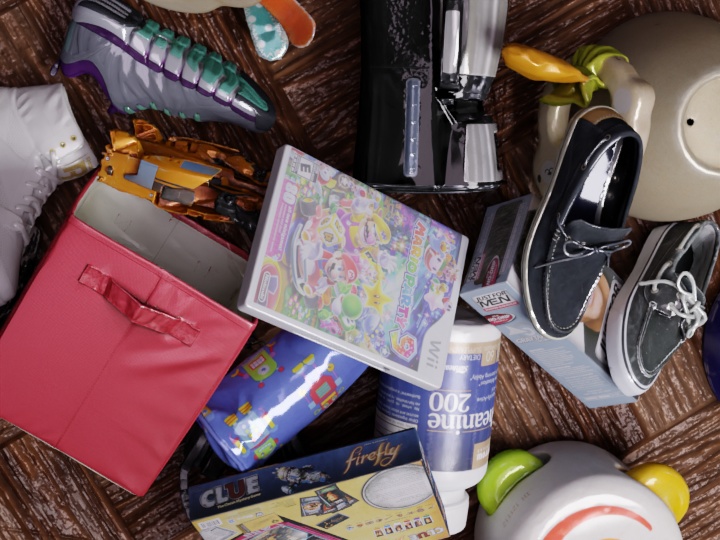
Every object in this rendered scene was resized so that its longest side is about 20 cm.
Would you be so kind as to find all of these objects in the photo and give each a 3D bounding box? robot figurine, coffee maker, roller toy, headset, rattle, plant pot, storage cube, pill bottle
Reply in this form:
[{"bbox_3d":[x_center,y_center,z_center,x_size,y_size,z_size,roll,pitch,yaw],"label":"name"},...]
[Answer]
[{"bbox_3d":[-0.119,-0.076,0.995,0.198,0.145,0.059,15,106,-1],"label":"robot figurine"},{"bbox_3d":[0.039,-0.173,1.021,0.190,0.134,0.203,8,100,29],"label":"coffee maker"},{"bbox_3d":[0.213,0.270,1.106,0.197,0.140,0.185,0,100,-10],"label":"roller toy"},{"bbox_3d":[-0.106,0.157,1.058,0.122,0.094,0.203,0,83,-9],"label":"headset"},{"bbox_3d":[-0.122,-0.287,0.989,0.198,0.144,0.131,17,138,-11],"label":"rattle"},{"bbox_3d":[0.306,-0.138,1.055,0.198,0.134,0.203,-2,100,-10],"label":"plant pot"},{"bbox_3d":[0.165,-0.098,1.017,0.130,0.142,0.201,44,130,22],"label":"rattle"},{"bbox_3d":[-0.203,0.046,0.970,0.170,0.200,0.181,31,104,-13],"label":"storage cube"},{"bbox_3d":[0.069,0.138,1.075,0.109,0.111,0.203,3,99,-10],"label":"pill bottle"}]

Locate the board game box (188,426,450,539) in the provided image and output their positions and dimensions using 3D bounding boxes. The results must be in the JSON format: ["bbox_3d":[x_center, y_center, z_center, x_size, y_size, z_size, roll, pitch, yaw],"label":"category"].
[{"bbox_3d":[-0.032,0.208,0.986,0.198,0.035,0.136,-15,138,4],"label":"board game box"}]

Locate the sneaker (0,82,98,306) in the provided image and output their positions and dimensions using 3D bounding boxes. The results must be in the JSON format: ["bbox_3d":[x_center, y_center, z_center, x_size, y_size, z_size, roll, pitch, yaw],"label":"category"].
[{"bbox_3d":[-0.278,-0.072,0.969,0.114,0.074,0.202,-9,71,-8],"label":"sneaker"}]

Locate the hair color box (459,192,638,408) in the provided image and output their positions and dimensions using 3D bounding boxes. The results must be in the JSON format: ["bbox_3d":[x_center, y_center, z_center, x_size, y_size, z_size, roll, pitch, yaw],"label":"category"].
[{"bbox_3d":[0.186,0.032,1.056,0.200,0.060,0.100,39,56,-28],"label":"hair color box"}]

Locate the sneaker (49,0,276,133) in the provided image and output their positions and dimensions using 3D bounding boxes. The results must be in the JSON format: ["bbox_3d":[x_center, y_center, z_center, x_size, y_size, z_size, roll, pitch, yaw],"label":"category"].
[{"bbox_3d":[-0.173,-0.162,1.017,0.199,0.075,0.088,31,112,-6],"label":"sneaker"}]

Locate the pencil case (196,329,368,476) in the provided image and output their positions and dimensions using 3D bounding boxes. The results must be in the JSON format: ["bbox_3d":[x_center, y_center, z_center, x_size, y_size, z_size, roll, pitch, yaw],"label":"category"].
[{"bbox_3d":[-0.057,0.085,1.000,0.200,0.087,0.078,-43,140,-15],"label":"pencil case"}]

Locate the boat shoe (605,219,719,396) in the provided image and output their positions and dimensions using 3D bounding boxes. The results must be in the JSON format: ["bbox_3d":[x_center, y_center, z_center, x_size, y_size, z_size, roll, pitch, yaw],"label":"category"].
[{"bbox_3d":[0.288,0.030,1.062,0.074,0.068,0.200,52,51,-20],"label":"boat shoe"}]

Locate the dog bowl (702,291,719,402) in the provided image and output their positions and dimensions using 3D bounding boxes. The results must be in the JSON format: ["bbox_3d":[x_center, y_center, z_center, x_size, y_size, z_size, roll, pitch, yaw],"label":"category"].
[{"bbox_3d":[0.448,0.078,1.143,0.197,0.079,0.203,-2,100,-9],"label":"dog bowl"}]

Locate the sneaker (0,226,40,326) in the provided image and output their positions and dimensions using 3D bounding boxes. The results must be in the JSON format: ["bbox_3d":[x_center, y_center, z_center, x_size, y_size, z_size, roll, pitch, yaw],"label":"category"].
[{"bbox_3d":[-0.361,0.031,1.009,0.085,0.077,0.201,38,90,-4],"label":"sneaker"}]

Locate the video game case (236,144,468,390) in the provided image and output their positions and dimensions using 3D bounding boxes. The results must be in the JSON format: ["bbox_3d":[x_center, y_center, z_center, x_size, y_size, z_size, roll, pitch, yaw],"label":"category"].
[{"bbox_3d":[0.000,0.000,0.959,0.199,0.018,0.145,25,65,-28],"label":"video game case"}]

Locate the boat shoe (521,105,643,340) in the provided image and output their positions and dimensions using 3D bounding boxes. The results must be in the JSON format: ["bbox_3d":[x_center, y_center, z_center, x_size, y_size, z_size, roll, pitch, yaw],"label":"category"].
[{"bbox_3d":[0.185,-0.033,0.948,0.074,0.062,0.202,5,108,-28],"label":"boat shoe"}]
